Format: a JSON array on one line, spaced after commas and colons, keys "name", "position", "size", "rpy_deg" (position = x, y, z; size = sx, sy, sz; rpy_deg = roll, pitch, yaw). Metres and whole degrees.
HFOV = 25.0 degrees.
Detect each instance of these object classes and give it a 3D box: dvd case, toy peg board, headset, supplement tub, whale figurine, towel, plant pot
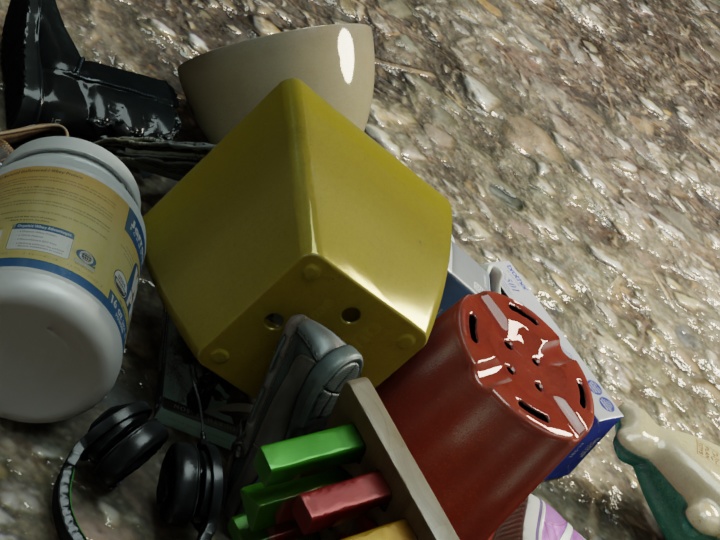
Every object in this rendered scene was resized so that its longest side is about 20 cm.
[{"name": "dvd case", "position": [-0.108, 0.079, 1.418], "size": [0.145, 0.022, 0.201], "rpy_deg": [24, 37, -20]}, {"name": "toy peg board", "position": [-0.019, 0.223, 1.186], "size": [0.097, 0.201, 0.200], "rpy_deg": [-12, 56, -28]}, {"name": "headset", "position": [-0.157, 0.152, 1.240], "size": [0.123, 0.094, 0.201], "rpy_deg": [32, 55, -5]}, {"name": "supplement tub", "position": [-0.245, 0.003, 1.264], "size": [0.144, 0.145, 0.201], "rpy_deg": [25, 37, -18]}, {"name": "whale figurine", "position": [0.312, 0.217, 1.564], "size": [0.199, 0.104, 0.159], "rpy_deg": [36, 25, -7]}, {"name": "towel", "position": [-0.112, -0.094, 1.473], "size": [0.191, 0.035, 0.199], "rpy_deg": [9, -3, 33]}, {"name": "plant pot", "position": [-0.046, 0.007, 1.310], "size": [0.200, 0.200, 0.177], "rpy_deg": [37, 24, -29]}, {"name": "plant pot", "position": [0.077, 0.132, 1.348], "size": [0.200, 0.195, 0.202], "rpy_deg": [31, 32, -22]}, {"name": "plant pot", "position": [-0.073, -0.154, 1.614], "size": [0.199, 0.199, 0.136], "rpy_deg": [-12, 90, -49]}]

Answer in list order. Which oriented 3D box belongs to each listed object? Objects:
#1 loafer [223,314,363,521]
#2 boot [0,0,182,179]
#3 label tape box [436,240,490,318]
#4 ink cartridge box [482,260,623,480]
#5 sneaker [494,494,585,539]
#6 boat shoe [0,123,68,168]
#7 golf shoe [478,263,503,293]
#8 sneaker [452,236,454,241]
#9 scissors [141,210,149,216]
[{"name": "loafer", "position": [-0.062, 0.118, 1.252], "size": [0.063, 0.201, 0.072], "rpy_deg": [44, 35, 21]}, {"name": "boot", "position": [-0.257, -0.187, 1.555], "size": [0.161, 0.073, 0.200], "rpy_deg": [13, 47, -29]}, {"name": "label tape box", "position": [0.000, 0.000, 1.465], "size": [0.200, 0.143, 0.066], "rpy_deg": [41, 26, -18]}, {"name": "ink cartridge box", "position": [0.162, 0.096, 1.586], "size": [0.044, 0.094, 0.201], "rpy_deg": [-5, 52, -46]}, {"name": "sneaker", "position": [0.164, 0.280, 1.387], "size": [0.114, 0.073, 0.201], "rpy_deg": [38, 33, -5]}, {"name": "boat shoe", "position": [-0.321, -0.084, 1.367], "size": [0.072, 0.073, 0.200], "rpy_deg": [41, 33, 6]}, {"name": "golf shoe", "position": [0.105, 0.090, 1.521], "size": [0.077, 0.088, 0.202], "rpy_deg": [8, 62, -29]}, {"name": "sneaker", "position": [0.027, -0.048, 1.627], "size": [0.199, 0.100, 0.078], "rpy_deg": [9, 42, -37]}, {"name": "scissors", "position": [-0.248, -0.043, 1.441], "size": [0.073, 0.014, 0.200], "rpy_deg": [40, 34, 8]}]
